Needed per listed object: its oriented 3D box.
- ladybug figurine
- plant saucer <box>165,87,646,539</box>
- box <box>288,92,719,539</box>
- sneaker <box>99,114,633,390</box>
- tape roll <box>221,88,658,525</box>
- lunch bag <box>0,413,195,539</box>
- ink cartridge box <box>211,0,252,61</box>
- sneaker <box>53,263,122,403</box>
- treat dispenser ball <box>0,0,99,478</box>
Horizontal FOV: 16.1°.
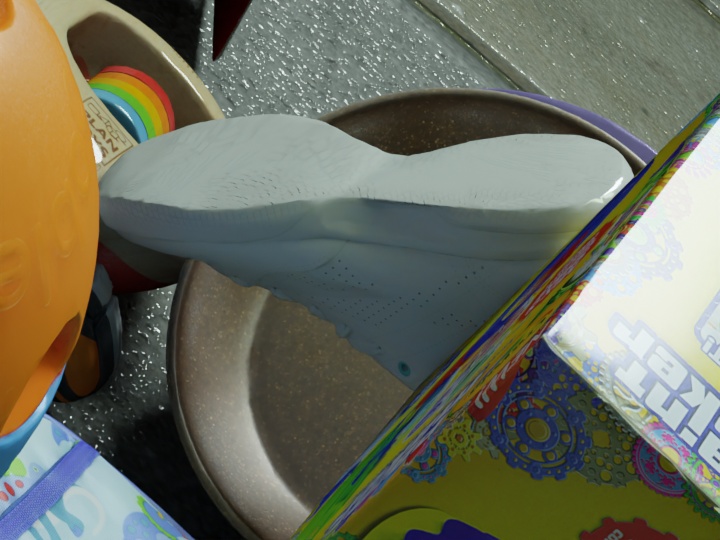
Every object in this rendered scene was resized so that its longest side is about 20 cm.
[{"bbox_3d":[-0.109,-0.046,1.007,0.136,0.072,0.200,50,15,-2],"label":"ladybug figurine"},{"bbox_3d":[0.030,0.031,0.919,0.201,0.200,0.037,55,-9,21],"label":"plant saucer"},{"bbox_3d":[0.075,0.068,0.732,0.122,0.200,0.193,43,39,0],"label":"box"},{"bbox_3d":[0.000,0.000,0.881,0.075,0.199,0.089,-52,141,-48],"label":"sneaker"},{"bbox_3d":[0.046,0.037,0.980,0.200,0.200,0.085,55,-9,20],"label":"tape roll"},{"bbox_3d":[-0.103,0.131,0.750,0.161,0.082,0.200,43,22,1],"label":"lunch bag"},{"bbox_3d":[-0.068,-0.228,1.273,0.084,0.176,0.200,24,25,-15],"label":"ink cartridge box"},{"bbox_3d":[-0.161,0.003,0.873,0.112,0.077,0.200,-57,137,-27],"label":"sneaker"},{"bbox_3d":[-0.167,-0.014,0.647,0.201,0.201,0.201,37,25,-20],"label":"treat dispenser ball"}]
